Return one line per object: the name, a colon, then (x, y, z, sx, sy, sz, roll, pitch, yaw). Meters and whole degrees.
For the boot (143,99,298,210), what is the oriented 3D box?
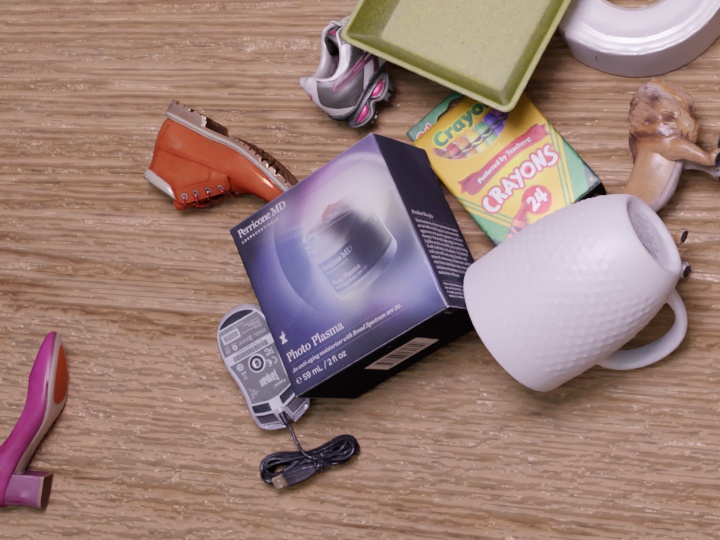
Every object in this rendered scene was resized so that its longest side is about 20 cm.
boot: (-0.154, -0.101, 1.557, 0.199, 0.075, 0.108, 30, 91, 29)

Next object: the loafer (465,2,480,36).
loafer: (0.117, -0.293, 1.504, 0.070, 0.068, 0.202, -12, 67, 24)

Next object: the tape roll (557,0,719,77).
tape roll: (0.289, -0.306, 1.462, 0.201, 0.071, 0.204, -3, 78, 16)

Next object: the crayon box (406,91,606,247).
crayon box: (0.145, -0.119, 1.476, 0.127, 0.051, 0.200, -41, 70, 6)

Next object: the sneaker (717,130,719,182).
sneaker: (0.412, -0.075, 1.384, 0.077, 0.076, 0.201, -13, 71, -13)

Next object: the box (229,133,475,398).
box: (0.000, 0.000, 1.435, 0.200, 0.123, 0.199, -32, 69, 24)

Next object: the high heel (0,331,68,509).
high heel: (-0.385, 0.164, 1.565, 0.096, 0.067, 0.201, 8, 84, 8)

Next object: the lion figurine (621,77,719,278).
lion figurine: (0.295, -0.087, 1.411, 0.122, 0.072, 0.201, 28, 97, 34)

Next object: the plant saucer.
plant saucer: (0.113, -0.276, 1.436, 0.199, 0.048, 0.201, 26, 82, 17)

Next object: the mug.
mug: (0.229, 0.026, 1.359, 0.175, 0.200, 0.148, -36, 29, 30)

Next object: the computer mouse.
computer mouse: (-0.087, 0.128, 1.500, 0.109, 0.044, 0.201, -28, 77, 14)

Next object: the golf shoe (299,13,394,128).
golf shoe: (0.012, -0.256, 1.516, 0.077, 0.088, 0.201, 17, 79, 59)
